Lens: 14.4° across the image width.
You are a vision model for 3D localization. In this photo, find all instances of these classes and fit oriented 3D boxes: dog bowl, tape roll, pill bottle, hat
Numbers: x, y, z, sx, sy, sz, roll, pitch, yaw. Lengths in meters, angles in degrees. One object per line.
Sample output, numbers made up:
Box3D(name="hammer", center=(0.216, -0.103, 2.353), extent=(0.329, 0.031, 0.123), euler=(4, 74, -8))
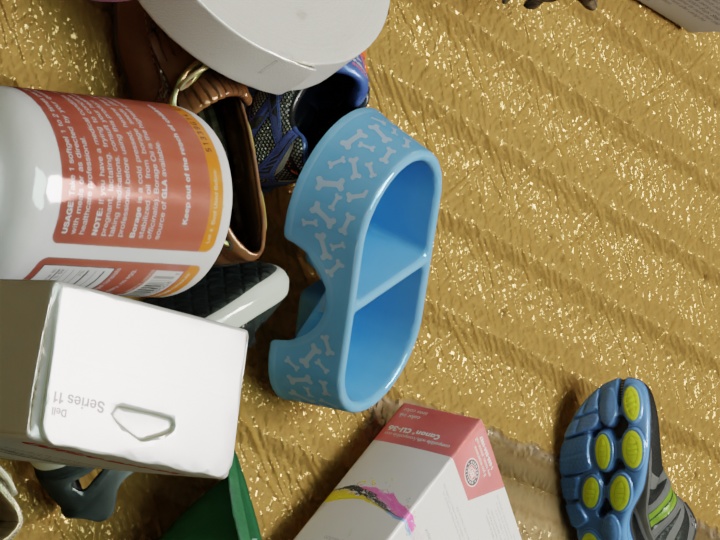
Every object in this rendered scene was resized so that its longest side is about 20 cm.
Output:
Box3D(name="dog bowl", center=(0.000, 0.000, 1.742), extent=(0.111, 0.050, 0.200), euler=(-34, 141, -48))
Box3D(name="tape roll", center=(-0.067, -0.200, 1.666), extent=(0.203, 0.037, 0.203), euler=(26, 49, -33))
Box3D(name="pill bottle", center=(-0.175, -0.044, 1.558), extent=(0.200, 0.112, 0.112), euler=(4, 88, -48))
Box3D(name="hat", center=(-0.139, 0.212, 1.670), extent=(0.200, 0.176, 0.166), euler=(-105, -178, -57))

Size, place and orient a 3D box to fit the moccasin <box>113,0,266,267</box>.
Box3D(name="moccasin", center=(-0.095, -0.101, 1.665), extent=(0.074, 0.078, 0.202), euler=(-9, 93, -45))

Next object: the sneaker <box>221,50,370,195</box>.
Box3D(name="sneaker", center=(-0.020, -0.128, 1.750), extent=(0.075, 0.078, 0.200), euler=(42, 62, -41))

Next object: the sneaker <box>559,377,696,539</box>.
Box3D(name="sneaker", center=(0.192, 0.166, 2.010), extent=(0.083, 0.071, 0.200), euler=(-31, 119, -48))

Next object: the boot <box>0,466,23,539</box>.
Box3D(name="boot", center=(-0.224, 0.130, 1.477), extent=(0.200, 0.155, 0.072), euler=(31, 69, -44))

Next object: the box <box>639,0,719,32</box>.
Box3D(name="box", center=(0.263, -0.247, 1.968), extent=(0.184, 0.200, 0.105), euler=(23, 74, -46))

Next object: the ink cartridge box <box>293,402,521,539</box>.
Box3D(name="ink cartridge box", center=(0.015, 0.194, 1.798), extent=(0.200, 0.067, 0.117), euler=(-49, 135, -36))

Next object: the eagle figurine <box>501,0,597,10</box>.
Box3D(name="eagle figurine", center=(0.140, -0.274, 1.870), extent=(0.151, 0.152, 0.200), euler=(-2, 89, -42))

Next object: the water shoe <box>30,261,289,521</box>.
Box3D(name="water shoe", center=(-0.115, 0.068, 1.665), extent=(0.200, 0.071, 0.079), euler=(-37, 121, -29))

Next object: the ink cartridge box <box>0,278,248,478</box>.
Box3D(name="ink cartridge box", center=(-0.178, 0.055, 1.492), extent=(0.147, 0.200, 0.083), euler=(17, 79, -47))
